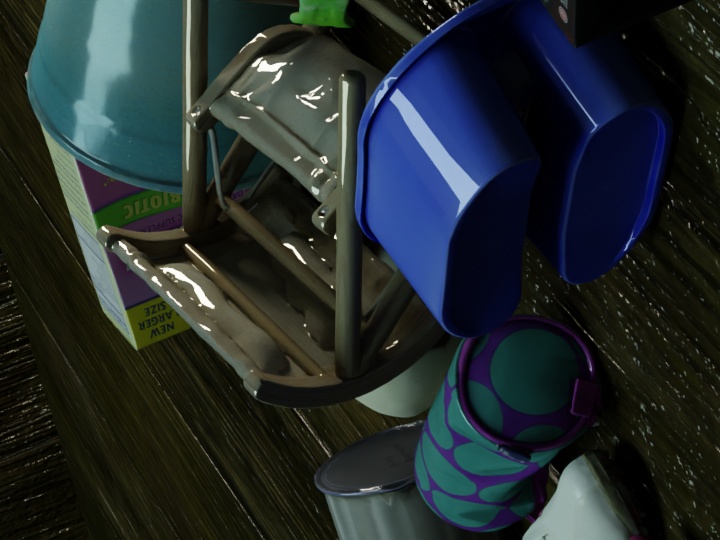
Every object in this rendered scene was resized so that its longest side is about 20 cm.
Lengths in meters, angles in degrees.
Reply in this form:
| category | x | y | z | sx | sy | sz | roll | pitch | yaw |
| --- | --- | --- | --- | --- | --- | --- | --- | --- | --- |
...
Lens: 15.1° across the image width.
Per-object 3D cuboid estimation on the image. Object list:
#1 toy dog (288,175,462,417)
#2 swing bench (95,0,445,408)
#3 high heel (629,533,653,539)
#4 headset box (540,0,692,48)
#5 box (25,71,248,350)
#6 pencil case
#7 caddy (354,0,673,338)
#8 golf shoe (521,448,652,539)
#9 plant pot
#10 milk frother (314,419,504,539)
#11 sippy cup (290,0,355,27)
| category | x | y | z | sx | sy | sz | roll | pitch | yaw |
| --- | --- | --- | --- | --- | --- | --- | --- | --- | --- |
| toy dog | 0.000 | 0.000 | 1.706 | 0.194 | 0.139 | 0.200 | 44 | 155 | 30 |
| swing bench | -0.031 | -0.053 | 1.537 | 0.199 | 0.129 | 0.201 | 42 | 121 | 47 |
| high heel | 0.174 | 0.238 | 1.547 | 0.096 | 0.067 | 0.200 | 55 | 150 | 36 |
| headset box | 0.079 | -0.223 | 1.183 | 0.200 | 0.077 | 0.149 | 58 | 163 | 32 |
| box | -0.124 | -0.073 | 1.975 | 0.097 | 0.175 | 0.201 | -140 | 32 | -64 |
| pencil case | 0.086 | 0.095 | 1.620 | 0.092 | 0.085 | 0.200 | 26 | 161 | 3 |
| caddy | 0.070 | -0.061 | 1.333 | 0.105 | 0.141 | 0.200 | 56 | 162 | 25 |
| golf shoe | 0.122 | 0.182 | 1.601 | 0.200 | 0.092 | 0.073 | 88 | 157 | -51 |
| plant pot | -0.105 | -0.184 | 1.741 | 0.200 | 0.199 | 0.188 | 58 | 148 | 37 |
| milk frother | 0.005 | 0.219 | 1.884 | 0.180 | 0.199 | 0.189 | -144 | 35 | -72 |
| sippy cup | -0.013 | -0.228 | 1.440 | 0.140 | 0.178 | 0.130 | 40 | 178 | -2 |
